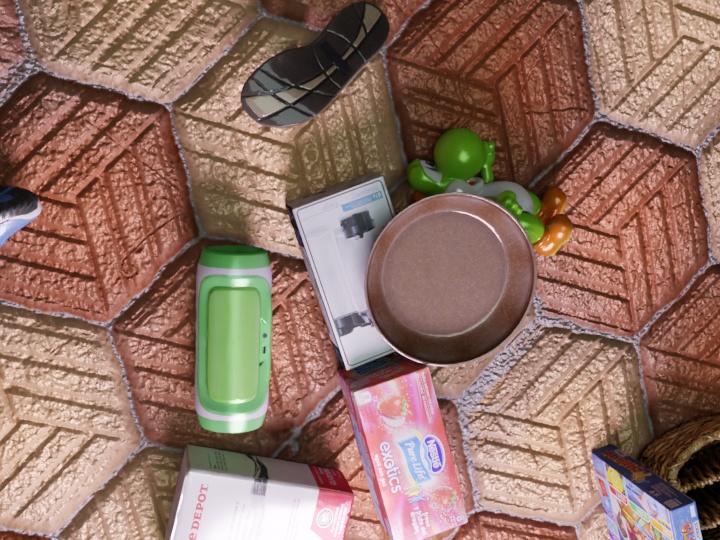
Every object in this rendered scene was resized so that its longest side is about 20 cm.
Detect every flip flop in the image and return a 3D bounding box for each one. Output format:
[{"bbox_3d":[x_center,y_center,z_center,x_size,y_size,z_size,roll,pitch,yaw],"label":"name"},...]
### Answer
[{"bbox_3d":[-0.050,-0.228,1.095,0.200,0.058,0.081,-45,102,-19],"label":"flip flop"}]

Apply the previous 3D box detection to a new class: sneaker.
[{"bbox_3d":[-0.427,-0.022,1.036,0.199,0.076,0.077,-30,127,-7],"label":"sneaker"}]

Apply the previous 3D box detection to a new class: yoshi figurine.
[{"bbox_3d":[0.156,-0.101,1.140,0.199,0.112,0.113,20,78,-13],"label":"yoshi figurine"}]

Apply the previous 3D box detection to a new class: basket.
[{"bbox_3d":[0.481,0.272,1.249,0.198,0.149,0.144,-12,102,-10],"label":"basket"}]

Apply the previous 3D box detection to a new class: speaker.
[{"bbox_3d":[-0.144,0.076,1.103,0.088,0.088,0.202,0,99,-13],"label":"speaker"}]

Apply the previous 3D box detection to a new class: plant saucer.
[{"bbox_3d":[0.099,0.008,1.102,0.198,0.037,0.202,-2,104,-9],"label":"plant saucer"}]

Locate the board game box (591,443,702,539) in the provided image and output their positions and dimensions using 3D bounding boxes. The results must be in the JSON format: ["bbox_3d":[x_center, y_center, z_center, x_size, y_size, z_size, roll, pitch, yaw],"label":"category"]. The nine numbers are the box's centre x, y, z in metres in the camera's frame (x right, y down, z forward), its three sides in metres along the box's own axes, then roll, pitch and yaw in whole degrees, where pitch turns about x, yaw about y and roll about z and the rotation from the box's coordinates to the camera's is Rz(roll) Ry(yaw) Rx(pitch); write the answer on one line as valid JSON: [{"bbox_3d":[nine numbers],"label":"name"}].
[{"bbox_3d":[0.354,0.311,1.198,0.034,0.200,0.137,-17,103,-10],"label":"board game box"}]

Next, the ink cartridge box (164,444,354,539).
[{"bbox_3d":[-0.124,0.299,1.143,0.198,0.084,0.146,13,97,-16],"label":"ink cartridge box"}]

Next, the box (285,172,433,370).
[{"bbox_3d":[0.000,0.000,1.136,0.116,0.060,0.202,-19,103,-9],"label":"box"}]

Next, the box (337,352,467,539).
[{"bbox_3d":[0.048,0.208,1.161,0.094,0.103,0.202,-17,101,-10],"label":"box"}]
